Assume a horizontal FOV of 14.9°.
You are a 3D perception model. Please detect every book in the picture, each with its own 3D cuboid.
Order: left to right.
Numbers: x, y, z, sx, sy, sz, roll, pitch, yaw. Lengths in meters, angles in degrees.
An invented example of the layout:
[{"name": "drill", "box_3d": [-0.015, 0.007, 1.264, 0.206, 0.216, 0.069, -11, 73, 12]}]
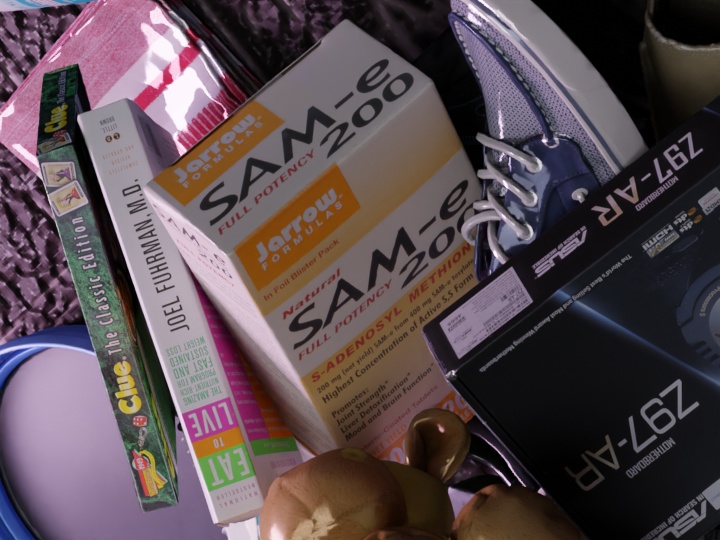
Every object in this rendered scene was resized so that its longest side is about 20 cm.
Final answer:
[{"name": "book", "box_3d": [-0.081, 0.022, 1.335, 0.048, 0.134, 0.201, -19, 84, 2]}]

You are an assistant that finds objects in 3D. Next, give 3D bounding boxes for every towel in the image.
[{"name": "towel", "box_3d": [-0.089, -0.046, 1.432, 0.200, 0.023, 0.144, 46, 127, 0]}]

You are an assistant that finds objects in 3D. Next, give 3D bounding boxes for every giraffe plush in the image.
[{"name": "giraffe plush", "box_3d": [0.019, 0.141, 1.237, 0.162, 0.172, 0.200, 58, 170, 42]}]

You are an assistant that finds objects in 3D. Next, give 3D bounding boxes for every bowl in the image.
[{"name": "bowl", "box_3d": [-0.141, 0.121, 1.531, 0.200, 0.039, 0.201, 14, 121, 23]}]

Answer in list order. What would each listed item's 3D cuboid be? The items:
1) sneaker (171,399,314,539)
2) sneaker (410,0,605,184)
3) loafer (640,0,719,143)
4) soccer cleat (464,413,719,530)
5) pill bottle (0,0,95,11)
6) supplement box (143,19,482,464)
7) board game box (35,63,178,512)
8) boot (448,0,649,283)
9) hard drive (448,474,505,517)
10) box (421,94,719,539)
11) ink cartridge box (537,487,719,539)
[{"name": "sneaker", "box_3d": [-0.020, 0.119, 1.444, 0.093, 0.070, 0.200, -11, 113, 33]}, {"name": "sneaker", "box_3d": [0.086, -0.107, 1.273, 0.082, 0.073, 0.200, 42, 144, 1]}, {"name": "loafer", "box_3d": [0.159, -0.102, 1.235, 0.076, 0.067, 0.201, 6, 117, 25]}, {"name": "soccer cleat", "box_3d": [0.119, 0.101, 1.355, 0.199, 0.081, 0.068, 20, 154, 19]}, {"name": "pill bottle", "box_3d": [-0.104, -0.186, 1.312, 0.199, 0.111, 0.111, -3, 113, 29]}, {"name": "supplement box", "box_3d": [0.000, 0.000, 1.290, 0.073, 0.126, 0.200, 39, 165, 42]}, {"name": "board game box", "box_3d": [-0.124, 0.009, 1.365, 0.023, 0.105, 0.201, -14, 116, 0]}, {"name": "boot", "box_3d": [0.077, -0.038, 1.213, 0.090, 0.073, 0.200, -42, 120, -5]}, {"name": "hard drive", "box_3d": [0.103, 0.204, 1.446, 0.134, 0.042, 0.201, 14, 121, 21]}, {"name": "box", "box_3d": [0.151, 0.025, 1.215, 0.200, 0.044, 0.160, -37, 123, 6]}, {"name": "ink cartridge box", "box_3d": [0.157, 0.202, 1.336, 0.199, 0.084, 0.146, 17, 129, -8]}]
